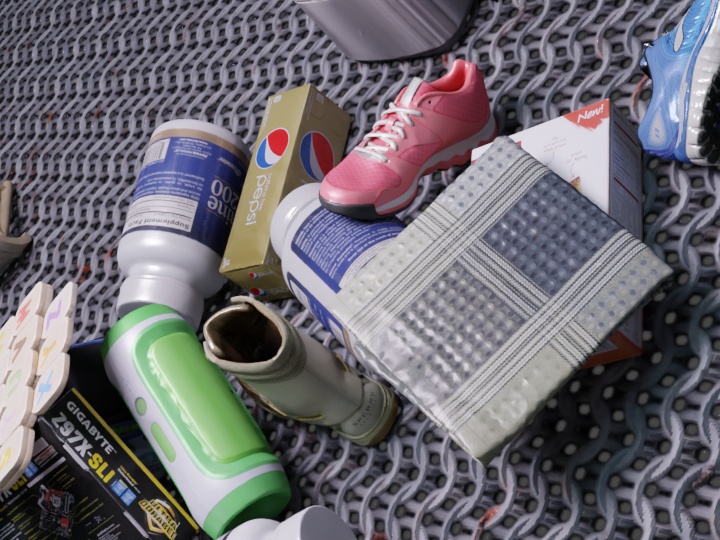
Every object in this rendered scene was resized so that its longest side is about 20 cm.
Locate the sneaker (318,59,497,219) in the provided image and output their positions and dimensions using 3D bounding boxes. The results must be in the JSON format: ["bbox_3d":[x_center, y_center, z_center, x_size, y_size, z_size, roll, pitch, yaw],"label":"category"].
[{"bbox_3d":[0.035,-0.116,1.110,0.073,0.088,0.199,25,47,38],"label":"sneaker"}]

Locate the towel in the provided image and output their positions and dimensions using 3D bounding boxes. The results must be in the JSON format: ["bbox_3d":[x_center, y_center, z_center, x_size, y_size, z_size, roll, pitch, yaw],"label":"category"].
[{"bbox_3d":[0.096,0.019,0.949,0.200,0.035,0.192,-42,54,-6],"label":"towel"}]

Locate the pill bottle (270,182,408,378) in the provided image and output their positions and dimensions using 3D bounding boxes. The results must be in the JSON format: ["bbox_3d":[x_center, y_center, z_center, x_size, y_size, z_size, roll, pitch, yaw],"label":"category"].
[{"bbox_3d":[0.000,0.000,1.118,0.111,0.111,0.200,-52,38,4],"label":"pill bottle"}]

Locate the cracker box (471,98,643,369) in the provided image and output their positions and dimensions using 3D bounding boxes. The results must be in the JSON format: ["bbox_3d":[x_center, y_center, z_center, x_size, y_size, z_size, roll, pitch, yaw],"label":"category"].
[{"bbox_3d":[0.148,-0.020,1.018,0.133,0.058,0.202,-19,50,36],"label":"cracker box"}]

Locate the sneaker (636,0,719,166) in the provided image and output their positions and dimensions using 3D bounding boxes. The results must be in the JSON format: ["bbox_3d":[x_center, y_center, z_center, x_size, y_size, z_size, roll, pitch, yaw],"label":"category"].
[{"bbox_3d":[0.255,-0.176,1.000,0.088,0.078,0.202,5,68,45],"label":"sneaker"}]

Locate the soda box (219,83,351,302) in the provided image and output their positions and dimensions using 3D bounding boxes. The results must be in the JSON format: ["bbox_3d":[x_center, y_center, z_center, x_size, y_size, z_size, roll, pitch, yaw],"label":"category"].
[{"bbox_3d":[-0.071,-0.076,1.282,0.063,0.068,0.202,-10,57,41],"label":"soda box"}]

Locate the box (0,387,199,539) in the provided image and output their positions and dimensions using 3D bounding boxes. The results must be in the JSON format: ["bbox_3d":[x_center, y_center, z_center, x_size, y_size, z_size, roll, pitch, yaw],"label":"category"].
[{"bbox_3d":[-0.250,0.210,1.118,0.200,0.160,0.049,-38,4,39],"label":"box"}]

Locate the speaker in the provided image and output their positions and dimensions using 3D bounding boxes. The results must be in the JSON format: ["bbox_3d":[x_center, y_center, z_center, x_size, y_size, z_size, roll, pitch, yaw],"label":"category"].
[{"bbox_3d":[-0.140,0.126,1.101,0.088,0.088,0.201,-44,65,14],"label":"speaker"}]

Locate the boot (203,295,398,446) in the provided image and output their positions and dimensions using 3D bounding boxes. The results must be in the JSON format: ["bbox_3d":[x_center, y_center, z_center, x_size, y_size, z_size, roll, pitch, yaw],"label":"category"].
[{"bbox_3d":[-0.078,0.075,1.111,0.199,0.154,0.073,17,75,50],"label":"boot"}]

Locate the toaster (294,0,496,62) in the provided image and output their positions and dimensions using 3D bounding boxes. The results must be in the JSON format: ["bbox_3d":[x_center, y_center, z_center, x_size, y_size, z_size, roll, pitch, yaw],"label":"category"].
[{"bbox_3d":[0.024,-0.282,1.279,0.199,0.129,0.115,4,67,48],"label":"toaster"}]

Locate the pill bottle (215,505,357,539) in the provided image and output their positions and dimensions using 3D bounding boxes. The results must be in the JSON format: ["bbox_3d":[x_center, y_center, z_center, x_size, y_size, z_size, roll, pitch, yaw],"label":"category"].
[{"bbox_3d":[-0.093,0.264,1.029,0.199,0.111,0.112,-34,43,25],"label":"pill bottle"}]

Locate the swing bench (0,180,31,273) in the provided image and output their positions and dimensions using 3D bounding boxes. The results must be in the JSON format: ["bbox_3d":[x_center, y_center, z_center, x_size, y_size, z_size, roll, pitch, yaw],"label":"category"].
[{"bbox_3d":[-0.535,-0.018,1.692,0.199,0.129,0.201,-46,45,11],"label":"swing bench"}]

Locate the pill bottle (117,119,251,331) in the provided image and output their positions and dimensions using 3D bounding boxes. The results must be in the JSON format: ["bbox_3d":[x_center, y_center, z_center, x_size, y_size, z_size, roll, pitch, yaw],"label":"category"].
[{"bbox_3d":[-0.181,-0.040,1.327,0.110,0.111,0.202,-14,54,40],"label":"pill bottle"}]

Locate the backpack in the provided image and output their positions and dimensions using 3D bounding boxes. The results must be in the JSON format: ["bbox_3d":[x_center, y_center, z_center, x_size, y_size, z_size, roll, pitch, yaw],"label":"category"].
[{"bbox_3d":[-0.260,0.148,1.227,0.199,0.182,0.149,-27,81,40],"label":"backpack"}]

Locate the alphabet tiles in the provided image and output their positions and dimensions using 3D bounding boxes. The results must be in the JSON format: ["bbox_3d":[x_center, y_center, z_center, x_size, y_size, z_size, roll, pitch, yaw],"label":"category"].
[{"bbox_3d":[-0.293,0.106,1.096,0.196,0.014,0.202,-45,33,31],"label":"alphabet tiles"}]
